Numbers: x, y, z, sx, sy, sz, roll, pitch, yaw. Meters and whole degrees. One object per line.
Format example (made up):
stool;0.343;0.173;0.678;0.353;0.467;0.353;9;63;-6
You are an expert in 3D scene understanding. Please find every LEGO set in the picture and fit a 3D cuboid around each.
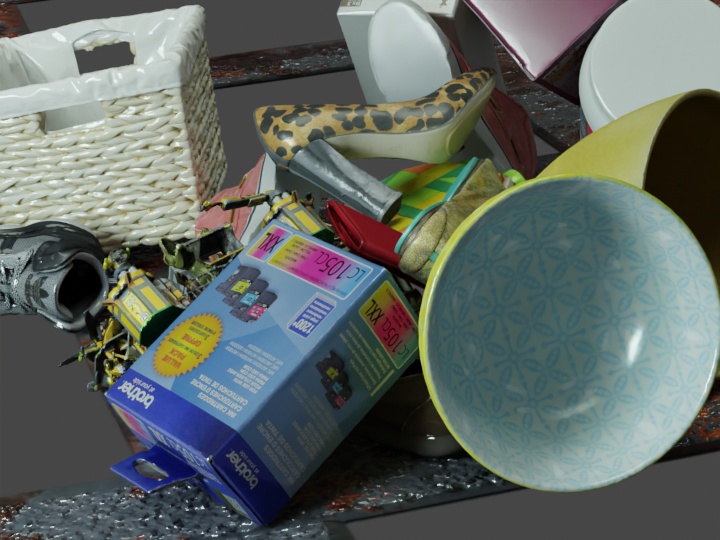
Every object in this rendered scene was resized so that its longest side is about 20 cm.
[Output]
LEGO set;-0.123;0.006;1.531;0.199;0.154;0.116;-32;59;-23

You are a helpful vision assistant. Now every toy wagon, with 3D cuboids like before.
toy wagon;0.038;-0.046;1.765;0.155;0.040;0.200;-29;23;-23

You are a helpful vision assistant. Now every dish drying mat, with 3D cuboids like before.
dish drying mat;0.065;0.007;1.553;0.199;0.018;0.077;24;16;-29

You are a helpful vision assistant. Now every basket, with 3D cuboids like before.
basket;-0.221;-0.116;1.843;0.197;0.162;0.200;-9;19;6

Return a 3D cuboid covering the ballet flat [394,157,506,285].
ballet flat;0.075;-0.027;1.517;0.070;0.071;0.200;2;15;14

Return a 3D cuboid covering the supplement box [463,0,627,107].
supplement box;0.163;-0.228;1.839;0.103;0.131;0.200;-42;-13;12

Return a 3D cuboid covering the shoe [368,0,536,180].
shoe;0.081;-0.147;1.860;0.071;0.201;0.091;-29;4;28

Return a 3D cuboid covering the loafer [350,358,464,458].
loafer;-0.004;0.070;1.474;0.199;0.072;0.073;9;24;30

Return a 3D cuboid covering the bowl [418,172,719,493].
bowl;0.123;0.033;1.397;0.199;0.202;0.108;-8;9;-11

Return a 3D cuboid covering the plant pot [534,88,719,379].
plant pot;0.193;-0.021;1.542;0.141;0.201;0.200;-5;16;39

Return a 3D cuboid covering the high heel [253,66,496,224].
high heel;0.014;-0.135;1.751;0.142;0.072;0.200;34;54;13

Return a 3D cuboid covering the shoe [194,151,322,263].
shoe;-0.086;-0.012;1.722;0.091;0.071;0.201;-36;29;33

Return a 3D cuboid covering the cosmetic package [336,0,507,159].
cosmetic package;0.059;-0.190;1.954;0.112;0.201;0.082;5;53;18

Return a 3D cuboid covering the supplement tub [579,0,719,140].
supplement tub;0.249;-0.138;1.773;0.139;0.141;0.200;-1;-13;6

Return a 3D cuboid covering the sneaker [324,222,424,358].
sneaker;0.000;0.000;1.591;0.070;0.076;0.200;-23;41;-23

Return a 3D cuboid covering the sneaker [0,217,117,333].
sneaker;-0.276;0.009;1.672;0.199;0.076;0.114;-13;20;-29

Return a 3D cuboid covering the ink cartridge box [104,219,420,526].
ink cartridge box;-0.070;0.074;1.396;0.200;0.076;0.136;-48;37;-15
